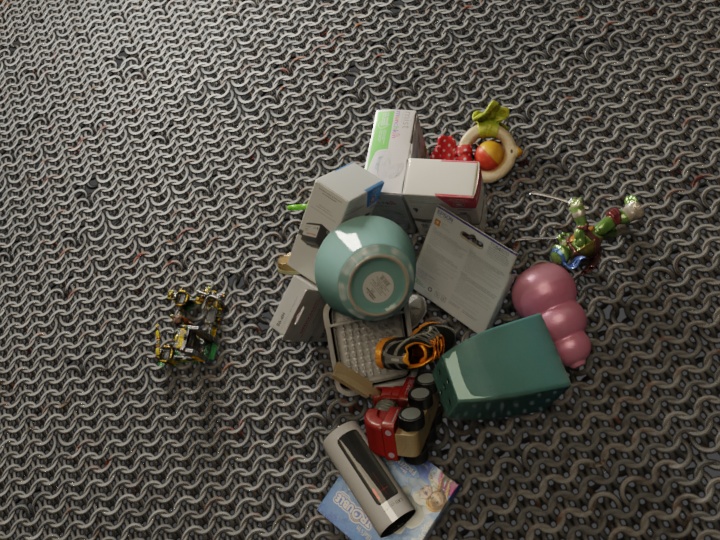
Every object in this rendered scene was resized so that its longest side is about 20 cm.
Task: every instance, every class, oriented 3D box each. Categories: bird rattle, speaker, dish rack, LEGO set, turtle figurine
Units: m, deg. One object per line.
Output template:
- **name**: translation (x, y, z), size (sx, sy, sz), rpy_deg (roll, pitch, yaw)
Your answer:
- **bird rattle**: translation (0.259, -0.265, 1.488), size (0.200, 0.113, 0.163), rpy_deg (-43, 79, -2)
- **speaker**: translation (0.014, 0.378, 1.240), size (0.081, 0.081, 0.201), rpy_deg (-37, 61, -2)
- **dish rack**: translation (0.019, 0.138, 1.352), size (0.169, 0.044, 0.203), rpy_deg (-10, 100, -7)
- **LEGO set**: translation (-0.384, 0.117, 1.493), size (0.152, 0.116, 0.202), rpy_deg (11, 71, 20)
- **turtle figurine**: translation (0.430, -0.099, 1.333), size (0.192, 0.145, 0.200), rpy_deg (-19, 35, -13)

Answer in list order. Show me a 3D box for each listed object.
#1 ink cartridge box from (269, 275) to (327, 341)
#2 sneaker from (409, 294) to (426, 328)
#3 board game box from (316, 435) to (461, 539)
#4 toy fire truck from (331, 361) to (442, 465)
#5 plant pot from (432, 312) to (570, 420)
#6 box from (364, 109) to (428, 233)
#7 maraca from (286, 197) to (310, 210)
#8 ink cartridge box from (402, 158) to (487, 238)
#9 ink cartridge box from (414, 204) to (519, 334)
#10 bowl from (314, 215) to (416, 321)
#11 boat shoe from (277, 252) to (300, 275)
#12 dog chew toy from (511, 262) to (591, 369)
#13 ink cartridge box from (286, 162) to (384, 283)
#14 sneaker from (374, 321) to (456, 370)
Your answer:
- **ink cartridge box**: translation (-0.105, 0.078, 1.370), size (0.066, 0.199, 0.117), rpy_deg (30, 97, 25)
- **sneaker**: translation (0.041, 0.098, 1.399), size (0.198, 0.082, 0.075), rpy_deg (-21, 63, 6)
- **board game box**: translation (0.052, 0.426, 1.275), size (0.199, 0.043, 0.200), rpy_deg (31, 79, 26)
- **toy fire truck**: translation (0.039, 0.253, 1.273), size (0.197, 0.130, 0.176), rpy_deg (0, 24, 21)
- **plant pot**: translation (0.242, 0.188, 1.231), size (0.197, 0.142, 0.143), rpy_deg (-11, 62, -14)
- **box**: translation (0.080, -0.211, 1.469), size (0.095, 0.177, 0.202), rpy_deg (5, 69, 17)
- **maraca**: translation (-0.066, -0.143, 1.512), size (0.198, 0.137, 0.109), rpy_deg (0, 92, 25)
- **ink cartridge box**: translation (0.180, -0.143, 1.398), size (0.145, 0.200, 0.084), rpy_deg (5, 70, 18)
- **ink cartridge box**: translation (0.206, -0.004, 1.349), size (0.199, 0.202, 0.040), rpy_deg (36, 37, 26)
- **bowl**: translation (0.021, 0.010, 1.240), size (0.200, 0.202, 0.105), rpy_deg (-34, 22, -1)
- **boat shoe**: translation (-0.094, -0.047, 1.497), size (0.198, 0.067, 0.074), rpy_deg (-16, 33, 5)
- **dog chew toy**: translation (0.369, 0.089, 1.291), size (0.123, 0.125, 0.202), rpy_deg (-23, 70, 5)
- **ink cartridge box**: translation (-0.049, -0.093, 1.342), size (0.083, 0.201, 0.145), rpy_deg (33, 35, 14)
- **sneaker**: translation (0.120, 0.152, 1.309), size (0.077, 0.198, 0.079), rpy_deg (3, 104, 50)
